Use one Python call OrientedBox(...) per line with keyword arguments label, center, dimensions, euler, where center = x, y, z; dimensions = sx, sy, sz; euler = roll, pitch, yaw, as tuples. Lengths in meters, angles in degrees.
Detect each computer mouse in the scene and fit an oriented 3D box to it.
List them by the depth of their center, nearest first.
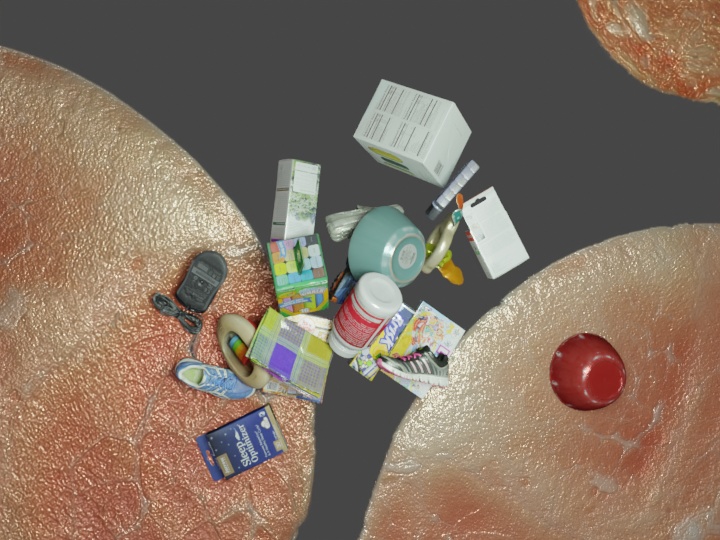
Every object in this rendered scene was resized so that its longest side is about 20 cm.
OrientedBox(label="computer mouse", center=(-0.387, 0.036, 1.492), dimensions=(0.138, 0.053, 0.201), euler=(37, 99, -8))

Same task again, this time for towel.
OrientedBox(label="towel", center=(-0.154, 0.188, 1.437), dimensions=(0.199, 0.023, 0.145), euler=(35, 51, -18))

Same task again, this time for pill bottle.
OrientedBox(label="pill bottle", center=(0.004, 0.108, 1.431), dimensions=(0.111, 0.113, 0.201), euler=(29, 129, -6))

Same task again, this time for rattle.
OrientedBox(label="rattle", center=(0.234, -0.065, 1.499), dimensions=(0.142, 0.130, 0.201), euler=(36, 116, 3))

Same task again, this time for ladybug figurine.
OrientedBox(label="ladybug figurine", center=(-0.264, 0.181, 1.473), dimensions=(0.201, 0.071, 0.136), euler=(52, 128, 17))

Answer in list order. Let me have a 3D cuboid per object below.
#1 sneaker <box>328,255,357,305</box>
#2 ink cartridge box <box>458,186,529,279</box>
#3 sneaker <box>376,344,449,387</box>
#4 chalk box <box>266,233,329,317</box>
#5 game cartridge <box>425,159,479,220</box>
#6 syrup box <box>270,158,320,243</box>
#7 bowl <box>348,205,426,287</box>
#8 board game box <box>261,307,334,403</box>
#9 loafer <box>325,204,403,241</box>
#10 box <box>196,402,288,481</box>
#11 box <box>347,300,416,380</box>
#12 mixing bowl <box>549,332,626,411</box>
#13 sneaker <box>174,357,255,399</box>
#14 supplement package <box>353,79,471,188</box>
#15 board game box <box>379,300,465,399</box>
OrientedBox(label="sneaker", center=(0.000, 0.000, 1.533), dimensions=(0.078, 0.075, 0.202), euler=(31, 93, -19))
OrientedBox(label="ink cartridge box", center=(0.326, -0.093, 1.575), dimensions=(0.108, 0.050, 0.203), euler=(-28, 94, -5))
OrientedBox(label="sneaker", center=(0.131, 0.218, 1.508), dimensions=(0.196, 0.074, 0.089), euler=(15, 85, -19))
OrientedBox(label="chalk box", center=(-0.141, 0.005, 1.427), dimensions=(0.121, 0.201, 0.127), euler=(-11, 64, -7))
OrientedBox(label="game cartridge", center=(0.210, -0.184, 1.481), dimensions=(0.130, 0.200, 0.038), euler=(-44, 88, -4))
OrientedBox(label="syrup box", center=(-0.154, -0.154, 1.485), dimensions=(0.078, 0.081, 0.205), euler=(5, 92, -34))
OrientedBox(label="bowl", center=(0.078, -0.040, 1.469), dimensions=(0.198, 0.104, 0.205), euler=(-15, 115, -35))
OrientedBox(label="board game box", center=(-0.146, 0.205, 1.525), dimensions=(0.148, 0.046, 0.204), euler=(13, 90, -7))
OrientedBox(label="loafer", center=(0.010, -0.130, 1.524), dimensions=(0.196, 0.070, 0.071), euler=(-15, 64, -18))
OrientedBox(label="box", center=(-0.287, 0.420, 1.521), dimensions=(0.197, 0.032, 0.123), euler=(-24, 95, -5))
OrientedBox(label="box", center=(0.051, 0.162, 1.539), dimensions=(0.070, 0.064, 0.202), euler=(34, 88, -7))
OrientedBox(label="mixing bowl", center=(0.590, 0.266, 1.588), dimensions=(0.196, 0.108, 0.205), euler=(0, 92, -6))
OrientedBox(label="sneaker", center=(-0.345, 0.264, 1.487), dimensions=(0.196, 0.077, 0.077), euler=(14, 88, -9))
OrientedBox(label="supplement package", center=(0.121, -0.314, 1.450), dimensions=(0.198, 0.151, 0.153), euler=(27, 88, 29))
OrientedBox(label="board game box", center=(0.152, 0.196, 1.568), dimensions=(0.133, 0.034, 0.202), euler=(33, 87, -7))
